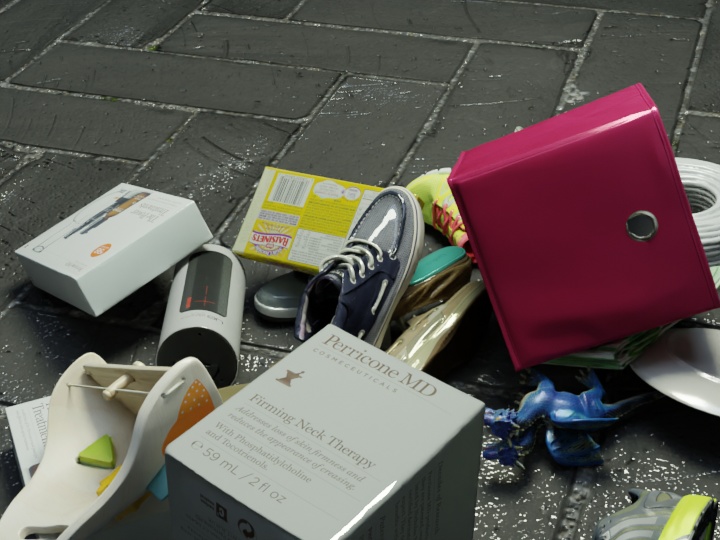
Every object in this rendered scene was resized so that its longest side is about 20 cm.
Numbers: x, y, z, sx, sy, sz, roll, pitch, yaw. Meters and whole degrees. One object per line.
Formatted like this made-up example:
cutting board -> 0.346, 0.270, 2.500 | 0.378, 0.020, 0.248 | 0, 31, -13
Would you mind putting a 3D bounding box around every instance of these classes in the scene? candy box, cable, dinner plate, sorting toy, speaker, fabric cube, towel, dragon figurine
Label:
candy box -> -0.036, -0.045, 1.300 | 0.198, 0.026, 0.103 | 13, 78, 33
cable -> 0.365, -0.065, 1.430 | 0.199, 0.070, 0.199 | -28, 41, -33
dinner plate -> 0.353, 0.093, 1.188 | 0.198, 0.025, 0.200 | 9, 21, -3
sorting toy -> -0.211, 0.163, 1.010 | 0.180, 0.107, 0.199 | -46, 23, -27
speaker -> -0.158, 0.049, 1.259 | 0.080, 0.082, 0.200 | -3, 24, -1
fabric cube -> 0.213, -0.047, 1.205 | 0.197, 0.198, 0.200 | -18, 10, 12
towel -> 0.262, 0.044, 1.267 | 0.199, 0.024, 0.152 | -31, 18, -35
dragon figurine -> 0.197, 0.140, 1.139 | 0.198, 0.059, 0.100 | 5, 33, -7

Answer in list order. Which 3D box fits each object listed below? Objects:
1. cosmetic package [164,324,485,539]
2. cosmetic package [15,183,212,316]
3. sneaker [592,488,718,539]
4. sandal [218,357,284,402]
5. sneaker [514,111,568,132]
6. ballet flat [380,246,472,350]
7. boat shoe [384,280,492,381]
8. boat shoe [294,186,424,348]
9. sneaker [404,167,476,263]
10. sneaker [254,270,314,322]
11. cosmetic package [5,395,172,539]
cosmetic package -> -0.026, 0.184, 0.990 | 0.166, 0.168, 0.200 | 25, 42, 30
cosmetic package -> -0.271, -0.027, 1.349 | 0.150, 0.052, 0.199 | -38, 27, -22
sneaker -> 0.214, 0.241, 0.993 | 0.080, 0.075, 0.199 | 10, 29, 35
sandal -> -0.082, 0.134, 1.171 | 0.077, 0.070, 0.211 | -4, 8, 25
sneaker -> 0.281, -0.155, 1.557 | 0.198, 0.089, 0.074 | -7, 32, -10
ballet flat -> 0.035, 0.039, 1.294 | 0.199, 0.073, 0.068 | -22, 23, -27
boat shoe -> 0.070, 0.068, 1.252 | 0.064, 0.073, 0.200 | 19, 45, 28
boat shoe -> 0.000, 0.000, 1.188 | 0.074, 0.093, 0.202 | 9, 73, 27
sneaker -> 0.123, -0.055, 1.426 | 0.199, 0.079, 0.090 | 21, 42, 31
sneaker -> -0.028, -0.026, 1.352 | 0.199, 0.122, 0.084 | -22, 38, -26
cosmetic package -> -0.228, 0.179, 1.124 | 0.149, 0.052, 0.200 | -13, 35, -19
